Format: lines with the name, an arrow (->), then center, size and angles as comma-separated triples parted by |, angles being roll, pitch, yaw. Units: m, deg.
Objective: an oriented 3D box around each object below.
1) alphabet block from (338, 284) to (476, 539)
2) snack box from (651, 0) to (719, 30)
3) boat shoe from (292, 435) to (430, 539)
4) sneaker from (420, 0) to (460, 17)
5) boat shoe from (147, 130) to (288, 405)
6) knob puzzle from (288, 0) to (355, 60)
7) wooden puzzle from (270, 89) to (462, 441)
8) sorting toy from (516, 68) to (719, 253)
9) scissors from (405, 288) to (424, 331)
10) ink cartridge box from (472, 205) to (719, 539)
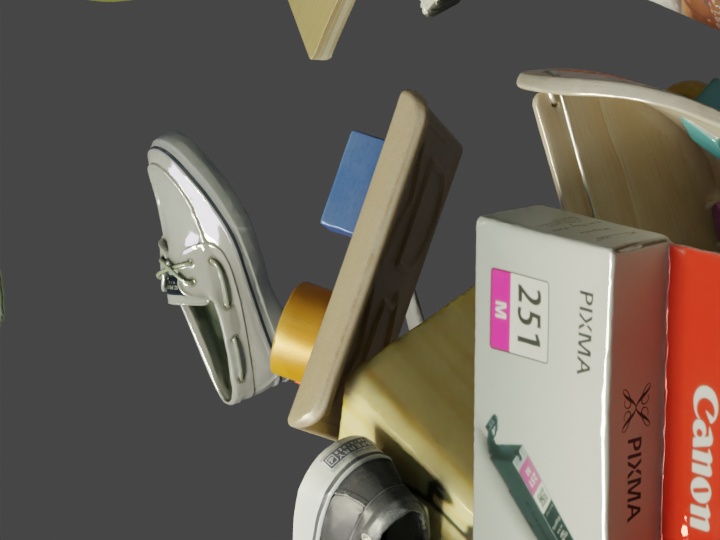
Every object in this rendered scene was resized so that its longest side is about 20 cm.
alphabet block -> 0.120, 0.121, 1.448 | 0.200, 0.196, 0.195 | 44, 152, 24
snack box -> 0.141, -0.203, 1.208 | 0.072, 0.024, 0.200 | 31, 146, 42
boat shoe -> 0.007, 0.173, 1.409 | 0.068, 0.072, 0.200 | 41, 145, 32
sneaker -> 0.054, -0.198, 1.314 | 0.090, 0.078, 0.200 | 61, 154, 5
boat shoe -> -0.106, 0.003, 1.863 | 0.074, 0.067, 0.200 | 2, 123, 60
knob puzzle -> -0.001, -0.236, 1.341 | 0.220, 0.030, 0.220 | -176, 90, -67
wooden puzzle -> 0.000, 0.000, 1.464 | 0.046, 0.186, 0.200 | 19, 177, 8
sorting toy -> 0.173, -0.007, 1.234 | 0.180, 0.107, 0.200 | -162, 54, -71
scissors -> 0.036, 0.051, 1.728 | 0.073, 0.014, 0.200 | 17, 137, 57
ink cartridge box -> 0.124, 0.083, 1.223 | 0.173, 0.044, 0.200 | 16, 111, 50
